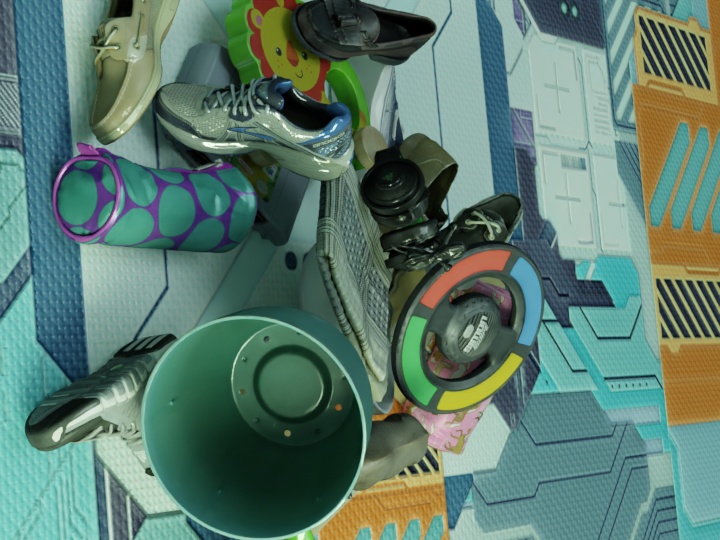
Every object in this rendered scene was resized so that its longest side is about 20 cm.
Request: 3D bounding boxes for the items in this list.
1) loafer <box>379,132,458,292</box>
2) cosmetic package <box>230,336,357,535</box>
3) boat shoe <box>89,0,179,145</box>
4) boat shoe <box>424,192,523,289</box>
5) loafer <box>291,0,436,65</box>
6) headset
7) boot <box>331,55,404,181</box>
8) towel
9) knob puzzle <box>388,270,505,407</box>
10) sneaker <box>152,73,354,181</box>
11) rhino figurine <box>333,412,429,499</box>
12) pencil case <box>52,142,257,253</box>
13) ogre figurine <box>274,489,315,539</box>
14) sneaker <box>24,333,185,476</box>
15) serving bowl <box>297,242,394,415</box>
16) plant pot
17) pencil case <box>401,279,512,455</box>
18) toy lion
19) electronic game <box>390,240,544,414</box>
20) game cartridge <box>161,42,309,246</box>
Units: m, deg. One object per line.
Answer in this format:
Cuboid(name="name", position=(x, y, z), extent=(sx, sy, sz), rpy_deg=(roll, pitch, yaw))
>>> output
Cuboid(name="loafer", position=(0.054, -0.052, 1.848), extent=(0.076, 0.067, 0.200), rpy_deg=(0, 107, -55))
Cuboid(name="cosmetic package", position=(-0.083, 0.159, 1.654), extent=(0.105, 0.071, 0.200), rpy_deg=(-41, 115, -51))
Cuboid(name="boat shoe", position=(-0.224, -0.208, 1.546), extent=(0.065, 0.072, 0.200), rpy_deg=(36, 52, -34))
Cuboid(name="boat shoe", position=(0.127, -0.041, 1.838), extent=(0.071, 0.064, 0.200), rpy_deg=(37, 30, 7))
Cuboid(name="loafer", position=(0.006, -0.262, 1.756), extent=(0.200, 0.063, 0.072), rpy_deg=(-2, 72, -54))
Cuboid(name="headset", position=(0.058, -0.054, 1.672), extent=(0.200, 0.094, 0.124), rpy_deg=(-91, 163, -63))
Cuboid(name="boot", position=(0.015, -0.177, 1.877), extent=(0.090, 0.073, 0.200), rpy_deg=(24, 71, -57))
Cuboid(name="towel", position=(0.000, 0.000, 1.641), extent=(0.193, 0.034, 0.200), rpy_deg=(-87, 162, -53))
Cuboid(name="knob puzzle", position=(0.090, 0.058, 1.895), extent=(0.219, 0.030, 0.220), rpy_deg=(-14, 115, -32))
Cuboid(name="sneaker", position=(-0.099, -0.156, 1.581), extent=(0.085, 0.200, 0.077), rpy_deg=(106, -4, -53))
Cuboid(name="rhino figurine", position=(-0.003, 0.186, 1.619), extent=(0.200, 0.087, 0.060), rpy_deg=(-21, 98, -56))
Cuboid(name="pencil case", position=(-0.190, -0.065, 1.544), extent=(0.200, 0.085, 0.093), rpy_deg=(1, 97, -54))
Cuboid(name="ogre figurine", position=(-0.094, 0.306, 1.571), extent=(0.098, 0.200, 0.120), rpy_deg=(40, 55, 9))
Cuboid(name="sneaker", position=(-0.211, 0.143, 1.481), extent=(0.200, 0.075, 0.116), rpy_deg=(-37, 115, -52))
Cuboid(name="serving bowl", position=(-0.022, 0.058, 1.723), extent=(0.200, 0.066, 0.200), rpy_deg=(-13, 90, -79))
Cuboid(name="plant pot", position=(-0.079, 0.123, 1.490), extent=(0.161, 0.200, 0.201), rpy_deg=(-44, 120, -76))
Cuboid(name="pencil case", position=(0.114, 0.109, 1.856), extent=(0.083, 0.087, 0.200), rpy_deg=(24, 93, -19))
Cuboid(name="toy lion", position=(-0.062, -0.200, 1.723), extent=(0.200, 0.069, 0.192), rpy_deg=(10, 67, -53))
Cuboid(name="electronic game", position=(0.116, 0.062, 1.747), extent=(0.200, 0.042, 0.200), rpy_deg=(-19, 125, -29))
Cuboid(name="game cartridge", position=(-0.119, -0.135, 1.702), extent=(0.200, 0.040, 0.133), rpy_deg=(47, 44, -38))
